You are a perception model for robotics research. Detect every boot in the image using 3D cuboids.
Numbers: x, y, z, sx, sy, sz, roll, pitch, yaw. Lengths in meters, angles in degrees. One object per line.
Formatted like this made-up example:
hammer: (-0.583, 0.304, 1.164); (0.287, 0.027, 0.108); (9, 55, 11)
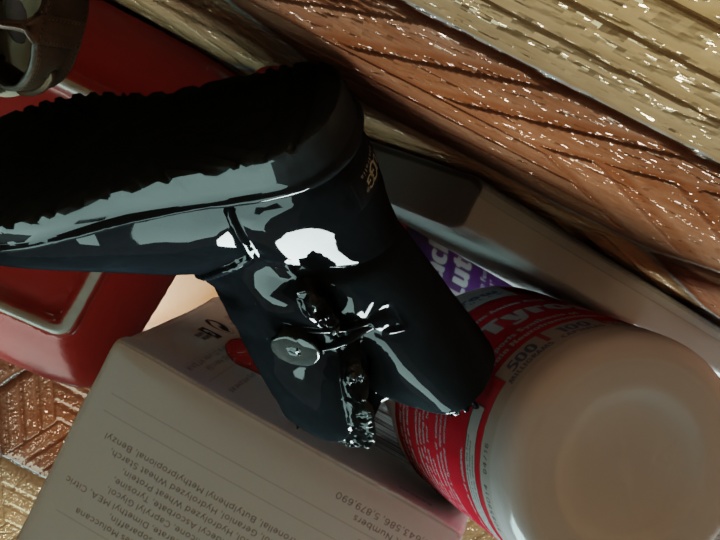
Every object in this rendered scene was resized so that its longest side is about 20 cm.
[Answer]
boot: (-0.060, 0.007, 0.579); (0.199, 0.077, 0.168); (-7, 133, 24)

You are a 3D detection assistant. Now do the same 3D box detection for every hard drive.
hard drive: (0.087, -0.005, 0.708); (0.200, 0.027, 0.132); (27, 179, -35)

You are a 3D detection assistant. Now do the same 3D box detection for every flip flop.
flip flop: (-0.130, -0.097, 0.539); (0.057, 0.082, 0.200); (10, -178, -5)

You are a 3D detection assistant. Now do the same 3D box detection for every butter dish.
butter dish: (-0.178, -0.074, 0.738); (0.199, 0.200, 0.148); (25, -157, -18)

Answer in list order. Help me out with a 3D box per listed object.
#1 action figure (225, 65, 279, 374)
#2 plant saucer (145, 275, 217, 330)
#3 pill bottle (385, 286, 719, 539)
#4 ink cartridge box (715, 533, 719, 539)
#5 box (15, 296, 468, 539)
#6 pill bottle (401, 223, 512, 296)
action figure: (-0.060, -0.035, 0.657); (0.099, 0.065, 0.200); (30, 149, 12)
plant saucer: (-0.124, -0.006, 0.962); (0.200, 0.200, 0.038); (28, -159, -47)
pill bottle: (0.080, 0.068, 0.664); (0.112, 0.113, 0.200); (27, 178, -19)
ink cartridge box: (0.241, 0.144, 0.967); (0.145, 0.085, 0.200); (-8, 179, 0)
box: (-0.049, 0.125, 0.779); (0.199, 0.131, 0.199); (28, -172, 5)
pill bottle: (0.000, 0.000, 0.817); (0.199, 0.112, 0.111); (27, 179, -28)
